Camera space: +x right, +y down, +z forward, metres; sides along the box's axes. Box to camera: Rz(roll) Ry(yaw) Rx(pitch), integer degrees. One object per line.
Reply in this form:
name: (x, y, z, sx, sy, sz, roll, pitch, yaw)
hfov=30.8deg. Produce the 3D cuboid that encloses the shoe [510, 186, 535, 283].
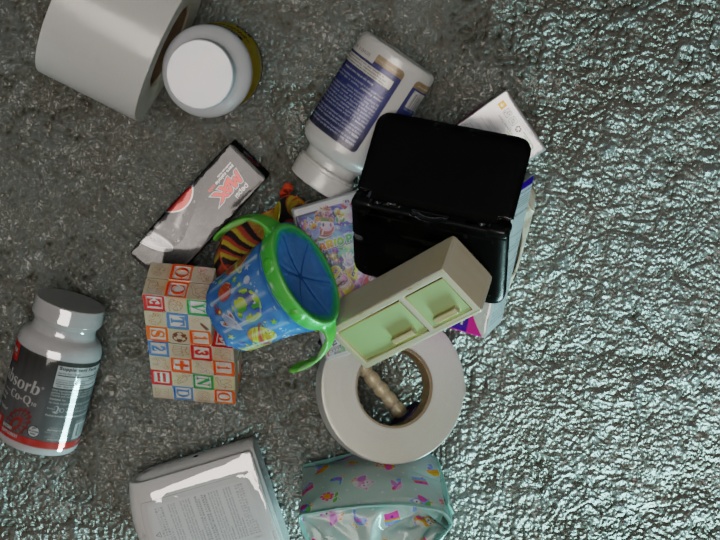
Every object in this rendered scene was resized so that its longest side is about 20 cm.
shoe: (0.179, -0.026, 1.730, 0.069, 0.053, 0.202, 18, 101, -2)

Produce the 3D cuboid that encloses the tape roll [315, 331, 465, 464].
tape roll: (0.041, 0.154, 1.728, 0.200, 0.037, 0.206, 1, 84, -14)

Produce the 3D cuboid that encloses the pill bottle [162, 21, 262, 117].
pill bottle: (-0.184, -0.249, 1.622, 0.110, 0.200, 0.114, 0, 102, 1)

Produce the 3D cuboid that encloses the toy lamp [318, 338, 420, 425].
toy lamp: (0.026, 0.156, 1.770, 0.058, 0.058, 0.200, -39, 99, 9)

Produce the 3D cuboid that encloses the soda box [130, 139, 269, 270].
soda box: (-0.212, -0.076, 1.728, 0.071, 0.063, 0.200, 42, 99, -7)

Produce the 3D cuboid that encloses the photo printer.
photo printer: (-0.214, 0.334, 1.807, 0.198, 0.069, 0.168, -18, 101, 6)

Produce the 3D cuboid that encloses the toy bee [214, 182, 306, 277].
toy bee: (-0.108, -0.055, 1.719, 0.131, 0.198, 0.110, -35, 68, 41)

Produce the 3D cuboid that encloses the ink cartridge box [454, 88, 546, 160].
ink cartridge box: (0.136, -0.141, 1.718, 0.199, 0.037, 0.095, -36, 99, 6)

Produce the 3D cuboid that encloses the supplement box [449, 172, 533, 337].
supplement box: (0.144, -0.031, 1.665, 0.100, 0.103, 0.203, 14, 105, 15)

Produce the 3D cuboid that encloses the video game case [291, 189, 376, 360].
video game case: (0.000, 0.000, 1.677, 0.142, 0.018, 0.203, -16, 104, -15)

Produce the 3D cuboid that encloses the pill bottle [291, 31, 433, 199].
pill bottle: (-0.002, -0.193, 1.673, 0.110, 0.111, 0.201, 33, 100, -5)

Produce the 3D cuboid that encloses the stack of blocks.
stack of blocks: (-0.217, 0.085, 1.712, 0.113, 0.059, 0.201, 5, 135, 2)

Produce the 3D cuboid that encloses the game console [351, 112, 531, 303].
game console: (0.099, -0.076, 1.609, 0.198, 0.117, 0.177, 13, 133, 17)

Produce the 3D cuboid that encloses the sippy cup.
sippy cup: (-0.115, 0.031, 1.602, 0.129, 0.139, 0.180, -29, 59, 25)

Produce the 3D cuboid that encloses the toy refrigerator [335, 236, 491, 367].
toy refrigerator: (0.058, 0.043, 1.592, 0.199, 0.070, 0.076, -29, 115, 37)

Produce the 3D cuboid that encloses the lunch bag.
lunch bag: (0.023, 0.317, 1.745, 0.197, 0.171, 0.123, -11, 107, 2)

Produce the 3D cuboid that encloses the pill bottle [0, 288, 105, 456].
pill bottle: (-0.411, 0.134, 1.750, 0.114, 0.116, 0.202, 16, 101, -2)

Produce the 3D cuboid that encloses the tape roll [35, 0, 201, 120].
tape roll: (-0.295, -0.306, 1.614, 0.138, 0.203, 0.204, 26, 101, -4)
